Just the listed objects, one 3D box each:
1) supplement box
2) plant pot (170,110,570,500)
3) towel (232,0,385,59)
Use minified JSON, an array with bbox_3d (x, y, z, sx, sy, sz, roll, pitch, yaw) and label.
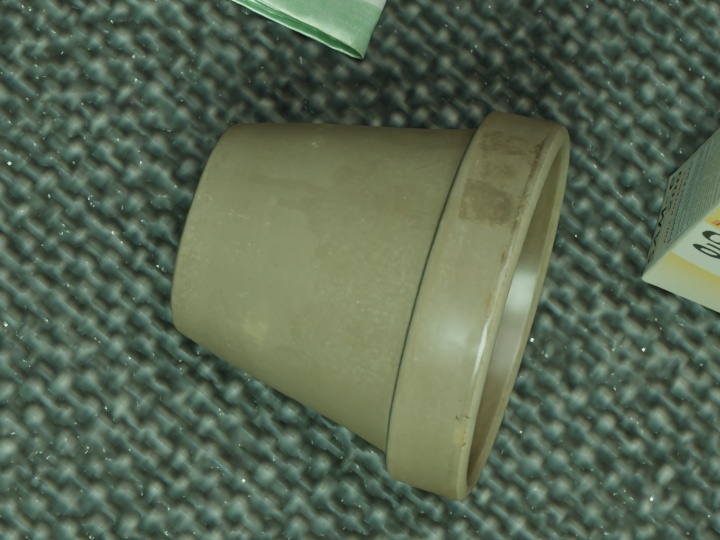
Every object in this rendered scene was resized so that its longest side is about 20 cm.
[{"bbox_3d":[0.249,-0.035,1.547,0.126,0.200,0.074,22,65,-7],"label":"supplement box"},{"bbox_3d":[0.000,0.000,1.484,0.174,0.200,0.201,16,68,7],"label":"plant pot"},{"bbox_3d":[-0.033,-0.237,1.624,0.152,0.023,0.200,24,68,-9],"label":"towel"}]
